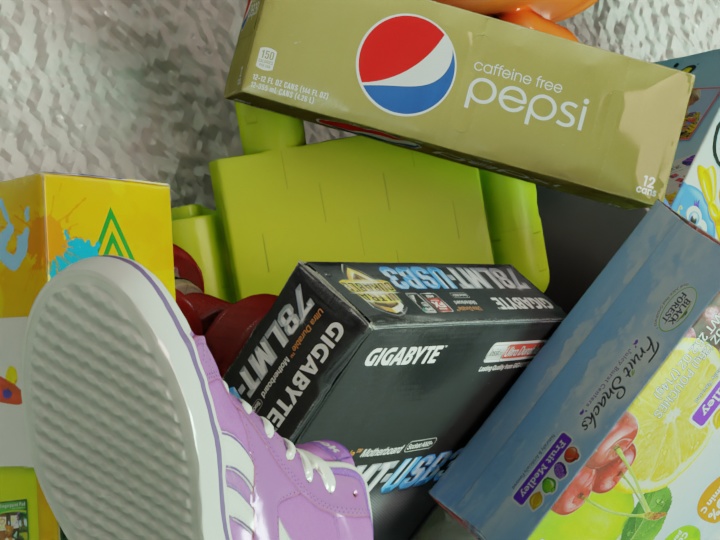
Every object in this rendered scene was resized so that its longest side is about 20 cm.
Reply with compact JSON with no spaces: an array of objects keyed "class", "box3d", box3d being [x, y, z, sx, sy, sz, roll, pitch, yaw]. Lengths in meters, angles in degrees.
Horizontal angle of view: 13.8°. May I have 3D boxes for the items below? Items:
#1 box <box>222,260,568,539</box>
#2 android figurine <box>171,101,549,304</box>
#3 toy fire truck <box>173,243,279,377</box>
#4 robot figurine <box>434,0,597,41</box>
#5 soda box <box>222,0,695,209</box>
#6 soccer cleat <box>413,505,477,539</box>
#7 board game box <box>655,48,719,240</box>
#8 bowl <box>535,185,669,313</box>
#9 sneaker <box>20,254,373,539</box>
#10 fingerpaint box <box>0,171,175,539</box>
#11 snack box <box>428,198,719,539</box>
[{"class":"box","box3d":[-0.017,0.086,1.275,0.050,0.199,0.200,43,18,21]},{"class":"android figurine","box3d":[0.000,0.000,1.390,0.182,0.041,0.200,-12,94,-10]},{"class":"toy fire truck","box3d":[-0.112,0.074,1.287,0.200,0.112,0.168,10,101,-48]},{"class":"robot figurine","box3d":[0.067,-0.179,1.444,0.117,0.144,0.200,-56,162,13]},{"class":"soda box","box3d":[0.044,-0.083,1.344,0.200,0.068,0.064,14,88,-10]},{"class":"soccer cleat","box3d":[0.083,0.081,1.394,0.200,0.069,0.085,-36,122,-10]},{"class":"board game box","box3d":[0.159,-0.011,1.593,0.103,0.105,0.200,53,49,-29]},{"class":"bowl","box3d":[0.070,0.022,1.447,0.200,0.039,0.201,-1,95,-11]},{"class":"sneaker","box3d":[-0.052,0.068,1.070,0.114,0.073,0.201,-47,129,-48]},{"class":"fingerpaint box","box3d":[-0.161,0.059,1.146,0.073,0.200,0.167,4,79,-49]},{"class":"snack box","box3d":[0.151,0.086,1.355,0.169,0.068,0.200,-53,138,3]}]
